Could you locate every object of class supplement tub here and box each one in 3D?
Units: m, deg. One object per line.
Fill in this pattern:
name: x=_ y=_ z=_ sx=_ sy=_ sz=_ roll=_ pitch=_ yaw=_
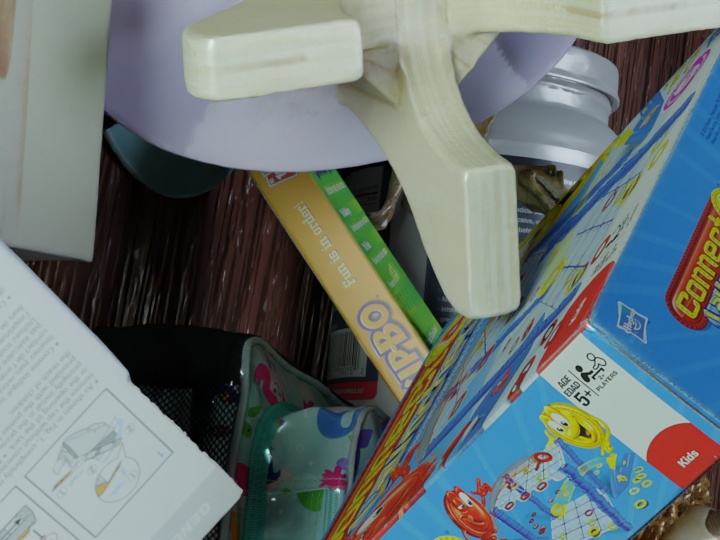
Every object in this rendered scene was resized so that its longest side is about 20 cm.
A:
supplement tub: x=0.058 y=-0.004 z=1.115 sx=0.140 sy=0.140 sz=0.201 roll=23 pitch=71 yaw=-66

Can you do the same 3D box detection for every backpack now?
backpack: x=-0.046 y=0.137 z=0.885 sx=0.178 sy=0.150 sz=0.200 roll=44 pitch=57 yaw=-62

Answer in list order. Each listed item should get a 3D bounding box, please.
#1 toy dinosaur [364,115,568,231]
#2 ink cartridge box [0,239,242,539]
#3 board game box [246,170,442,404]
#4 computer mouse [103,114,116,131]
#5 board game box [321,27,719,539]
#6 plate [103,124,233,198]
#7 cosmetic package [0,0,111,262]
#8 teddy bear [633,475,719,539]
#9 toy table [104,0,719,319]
toy dinosaur: x=0.010 y=-0.076 z=1.046 sx=0.101 sy=0.200 sz=0.058 roll=-37 pitch=166 yaw=-19
ink cartridge box: x=-0.144 y=0.062 z=0.625 sx=0.163 sy=0.057 sz=0.200 roll=-47 pitch=141 yaw=-7
board game box: x=0.000 y=0.000 z=0.936 sx=0.200 sy=0.030 sz=0.096 roll=59 pitch=6 yaw=14
computer mouse: x=-0.092 y=-0.107 z=0.822 sx=0.200 sy=0.053 sz=0.139 roll=-49 pitch=122 yaw=-47
board game box: x=0.068 y=0.033 z=0.752 sx=0.196 sy=0.056 sz=0.200 roll=-49 pitch=-175 yaw=40
plate: x=-0.065 y=-0.130 z=0.961 sx=0.200 sy=0.026 sz=0.201 roll=2 pitch=90 yaw=-67
cosmetic package: x=-0.136 y=-0.105 z=0.693 sx=0.087 sy=0.103 sz=0.201 roll=13 pitch=78 yaw=-64
teddy bear: x=0.087 y=0.150 z=0.865 sx=0.145 sy=0.067 sz=0.200 roll=38 pitch=82 yaw=-44
toy table: x=0.011 y=-0.085 z=0.747 sx=0.200 sy=0.117 sz=0.184 roll=-22 pitch=113 yaw=-18
